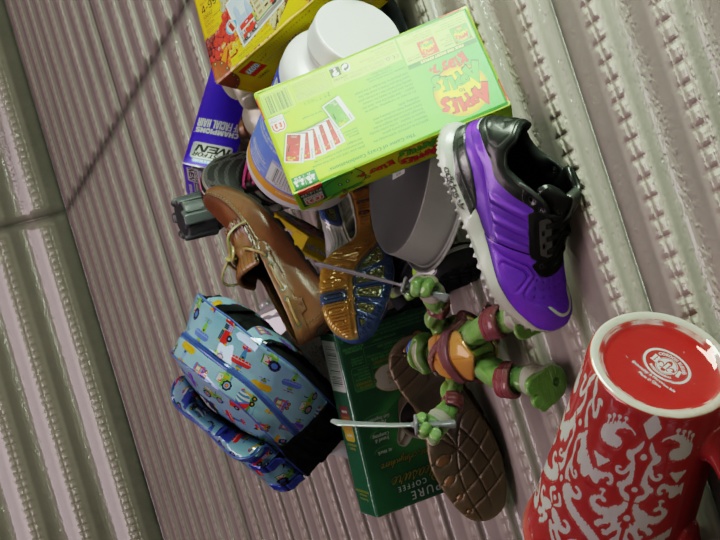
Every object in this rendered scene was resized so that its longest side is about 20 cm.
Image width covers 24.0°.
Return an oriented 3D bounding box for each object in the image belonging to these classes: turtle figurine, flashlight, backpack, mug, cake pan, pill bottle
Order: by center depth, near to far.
[{"bbox_3d":[0.226,0.143,1.280,0.134,0.177,0.200,-72,-8,-48],"label":"mug"},{"bbox_3d":[0.075,0.082,1.532,0.194,0.200,0.144,-7,65,49],"label":"turtle figurine"},{"bbox_3d":[0.052,-0.099,1.560,0.200,0.037,0.201,-175,90,-72],"label":"cake pan"},{"bbox_3d":[-0.032,-0.157,1.593,0.112,0.112,0.200,64,148,28],"label":"pill bottle"},{"bbox_3d":[-0.119,0.120,1.774,0.183,0.135,0.200,37,172,32],"label":"backpack"},{"bbox_3d":[-0.110,-0.081,1.882,0.068,0.200,0.068,95,154,-48],"label":"flashlight"}]

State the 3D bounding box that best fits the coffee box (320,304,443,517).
[{"bbox_3d":[0.036,0.144,1.764,0.044,0.123,0.200,0,106,62],"label":"coffee box"}]

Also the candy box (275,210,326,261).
[{"bbox_3d":[-0.060,-0.036,1.945,0.026,0.102,0.200,-64,28,5],"label":"candy box"}]

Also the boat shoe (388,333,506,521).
[{"bbox_3d":[0.096,0.155,1.710,0.200,0.072,0.068,64,-166,5],"label":"boat shoe"}]

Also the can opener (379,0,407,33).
[{"bbox_3d":[0.015,-0.173,1.665,0.079,0.063,0.200,-149,47,-63],"label":"can opener"}]

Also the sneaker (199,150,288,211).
[{"bbox_3d":[-0.082,-0.107,1.784,0.087,0.200,0.074,62,-144,-57],"label":"sneaker"}]

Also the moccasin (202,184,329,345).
[{"bbox_3d":[-0.103,-0.007,1.745,0.201,0.078,0.074,52,163,15],"label":"moccasin"}]

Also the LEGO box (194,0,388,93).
[{"bbox_3d":[-0.067,-0.285,1.627,0.200,0.077,0.149,-36,60,37],"label":"LEGO box"}]

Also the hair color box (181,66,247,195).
[{"bbox_3d":[-0.149,-0.176,1.958,0.109,0.065,0.200,92,-171,-64],"label":"hair color box"}]

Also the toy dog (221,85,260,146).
[{"bbox_3d":[-0.096,-0.221,1.837,0.194,0.139,0.200,-128,27,-70],"label":"toy dog"}]

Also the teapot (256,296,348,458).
[{"bbox_3d":[-0.041,0.115,1.949,0.197,0.146,0.200,20,105,37],"label":"teapot"}]

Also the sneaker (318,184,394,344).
[{"bbox_3d":[0.000,0.000,1.691,0.088,0.075,0.200,77,-170,-51],"label":"sneaker"}]

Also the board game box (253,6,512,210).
[{"bbox_3d":[0.020,-0.139,1.461,0.048,0.200,0.102,64,-176,-72],"label":"board game box"}]

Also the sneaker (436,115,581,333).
[{"bbox_3d":[0.143,-0.039,1.399,0.099,0.070,0.200,-14,112,38],"label":"sneaker"}]

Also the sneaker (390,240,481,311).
[{"bbox_3d":[0.058,-0.014,1.658,0.200,0.072,0.083,147,108,-70],"label":"sneaker"}]
